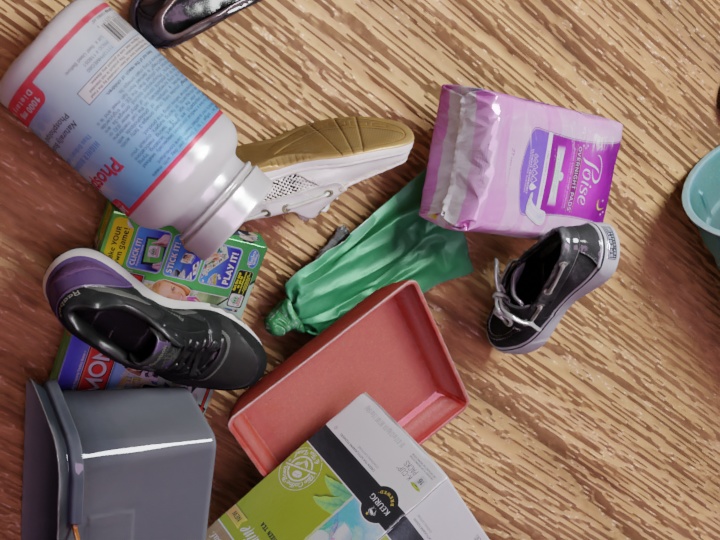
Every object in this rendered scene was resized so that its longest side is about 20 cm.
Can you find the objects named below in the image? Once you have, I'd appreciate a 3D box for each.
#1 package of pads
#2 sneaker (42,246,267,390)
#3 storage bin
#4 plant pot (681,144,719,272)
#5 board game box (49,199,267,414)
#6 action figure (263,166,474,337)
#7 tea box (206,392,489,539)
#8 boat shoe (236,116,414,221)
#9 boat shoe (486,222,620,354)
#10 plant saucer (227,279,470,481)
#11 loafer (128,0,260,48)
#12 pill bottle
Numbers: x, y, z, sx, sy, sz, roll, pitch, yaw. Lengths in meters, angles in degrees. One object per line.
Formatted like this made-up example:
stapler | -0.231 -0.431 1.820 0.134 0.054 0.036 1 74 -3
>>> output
package of pads | 0.142 -0.089 1.119 0.199 0.075 0.121 4 100 -46
sneaker | -0.156 0.060 0.999 0.200 0.088 0.076 26 103 -30
storage bin | -0.192 0.189 1.027 0.134 0.146 0.201 -6 121 -25
plant pot | 0.436 -0.015 1.249 0.200 0.200 0.197 -33 123 -12
board game box | -0.174 0.050 1.056 0.134 0.029 0.201 13 110 -27
action figure | 0.000 0.000 1.125 0.200 0.055 0.119 -32 116 -17
tea box | 0.001 0.254 1.119 0.197 0.134 0.200 -41 136 -9
boat shoe | -0.050 -0.077 1.076 0.199 0.071 0.070 -13 122 -6
boat shoe | 0.151 0.019 1.136 0.068 0.199 0.074 2 67 -24
plant saucer | -0.011 0.117 1.132 0.200 0.037 0.200 -37 138 -9
loafer | -0.091 -0.240 1.013 0.200 0.063 0.072 -38 116 -10
pill bottle | -0.166 -0.104 0.965 0.200 0.109 0.109 43 85 -9
